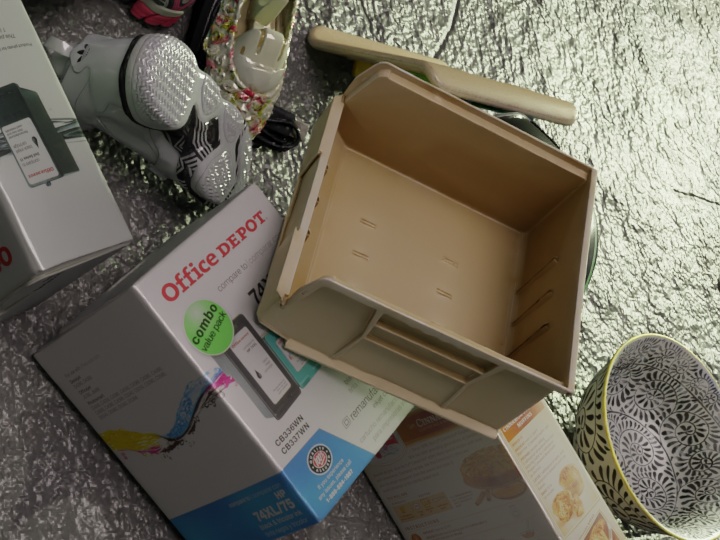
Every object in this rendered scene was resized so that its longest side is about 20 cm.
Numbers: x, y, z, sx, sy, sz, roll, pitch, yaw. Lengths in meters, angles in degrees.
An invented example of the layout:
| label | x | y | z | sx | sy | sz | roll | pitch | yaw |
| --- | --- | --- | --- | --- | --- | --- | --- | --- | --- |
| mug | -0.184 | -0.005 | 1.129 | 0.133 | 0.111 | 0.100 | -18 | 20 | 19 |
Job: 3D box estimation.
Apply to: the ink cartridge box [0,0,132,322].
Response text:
| label | x | y | z | sx | sy | sz | roll | pitch | yaw |
| --- | --- | --- | --- | --- | --- | --- | --- | --- | --- |
| ink cartridge box | -0.254 | -0.072 | 0.838 | 0.083 | 0.147 | 0.200 | -23 | 88 | -46 |

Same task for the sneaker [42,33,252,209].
| label | x | y | z | sx | sy | sz | roll | pitch | yaw |
| --- | --- | --- | --- | --- | --- | --- | --- | --- | --- |
| sneaker | -0.163 | -0.117 | 0.986 | 0.075 | 0.115 | 0.200 | -67 | 154 | -20 |

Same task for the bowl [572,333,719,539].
| label | x | y | z | sx | sy | sz | roll | pitch | yaw |
| --- | --- | --- | --- | --- | --- | --- | --- | --- | --- |
| bowl | 0.267 | 0.169 | 1.221 | 0.201 | 0.094 | 0.201 | 18 | 60 | -34 |

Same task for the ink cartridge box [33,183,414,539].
| label | x | y | z | sx | sy | sz | roll | pitch | yaw |
| --- | --- | --- | --- | --- | --- | --- | --- | --- | --- |
| ink cartridge box | -0.094 | 0.075 | 0.909 | 0.200 | 0.146 | 0.147 | 52 | 45 | -9 |

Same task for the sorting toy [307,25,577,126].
| label | x | y | z | sx | sy | sz | roll | pitch | yaw |
| --- | --- | --- | --- | --- | --- | --- | --- | --- | --- |
| sorting toy | 0.072 | -0.173 | 1.171 | 0.185 | 0.200 | 0.037 | 8 | 104 | -39 |

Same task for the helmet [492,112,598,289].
| label | x | y | z | sx | sy | sz | roll | pitch | yaw |
| --- | --- | --- | --- | --- | --- | --- | --- | --- | --- |
| helmet | 0.106 | -0.020 | 1.097 | 0.200 | 0.200 | 0.191 | -14 | 80 | -44 |

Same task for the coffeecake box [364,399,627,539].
| label | x | y | z | sx | sy | sz | roll | pitch | yaw |
| --- | --- | --- | --- | --- | --- | --- | --- | --- | --- |
| coffeecake box | 0.101 | 0.180 | 1.028 | 0.073 | 0.153 | 0.200 | -34 | 95 | -45 |

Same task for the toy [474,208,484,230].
| label | x | y | z | sx | sy | sz | roll | pitch | yaw |
| --- | --- | --- | --- | --- | --- | --- | --- | --- | --- |
| toy | 0.000 | 0.000 | 1.000 | 0.047 | 0.200 | 0.115 | 26 | 51 | -75 |

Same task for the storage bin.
| label | x | y | z | sx | sy | sz | roll | pitch | yaw |
| --- | --- | --- | --- | --- | --- | --- | --- | --- | --- |
| storage bin | 0.051 | -0.017 | 0.894 | 0.198 | 0.094 | 0.200 | 25 | 52 | -15 |

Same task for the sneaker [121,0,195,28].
| label | x | y | z | sx | sy | sz | roll | pitch | yaw |
| --- | --- | --- | --- | --- | --- | --- | --- | --- | --- |
| sneaker | -0.167 | -0.307 | 1.073 | 0.081 | 0.075 | 0.200 | -3 | 72 | -42 |

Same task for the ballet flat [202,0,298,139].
| label | x | y | z | sx | sy | sz | roll | pitch | yaw |
| --- | --- | --- | --- | --- | --- | --- | --- | --- | --- |
| ballet flat | -0.083 | -0.204 | 1.048 | 0.076 | 0.064 | 0.200 | 16 | 73 | -32 |

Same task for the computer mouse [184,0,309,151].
| label | x | y | z | sx | sy | sz | roll | pitch | yaw |
| --- | --- | --- | --- | --- | --- | --- | --- | --- | --- |
| computer mouse | -0.096 | -0.211 | 1.105 | 0.138 | 0.053 | 0.200 | 20 | 58 | -33 |
